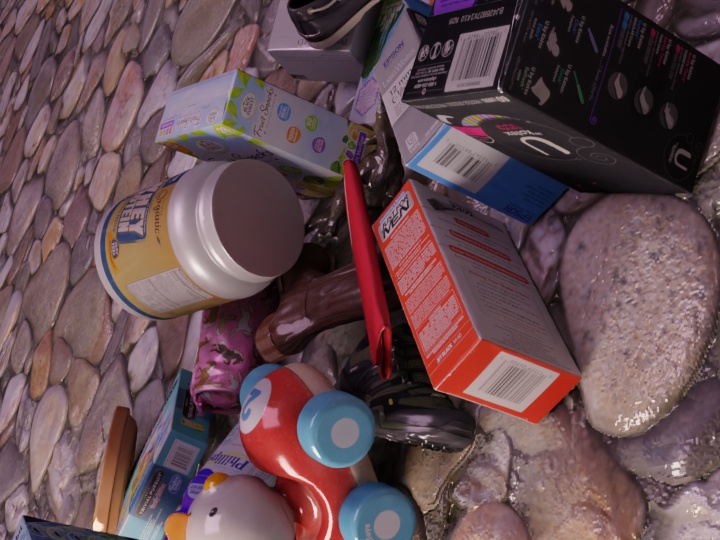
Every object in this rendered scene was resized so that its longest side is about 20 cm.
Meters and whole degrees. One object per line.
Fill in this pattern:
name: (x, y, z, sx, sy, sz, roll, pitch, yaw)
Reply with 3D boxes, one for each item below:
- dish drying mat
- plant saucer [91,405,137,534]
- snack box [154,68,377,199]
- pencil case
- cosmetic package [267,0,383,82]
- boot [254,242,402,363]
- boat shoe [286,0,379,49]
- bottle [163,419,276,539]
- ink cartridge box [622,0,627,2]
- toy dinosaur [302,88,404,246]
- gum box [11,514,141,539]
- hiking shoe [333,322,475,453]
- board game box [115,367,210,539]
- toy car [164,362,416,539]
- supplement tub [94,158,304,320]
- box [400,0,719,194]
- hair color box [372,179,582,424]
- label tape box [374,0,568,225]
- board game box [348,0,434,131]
dish drying mat: (0.005, -0.004, 0.988, 0.077, 0.018, 0.200, 89, 174, -49)
plant saucer: (-0.305, 0.270, 1.388, 0.200, 0.032, 0.200, -170, 90, -82)
snack box: (-0.096, -0.141, 1.210, 0.169, 0.200, 0.068, -2, 70, 57)
pencil case: (-0.143, 0.065, 1.270, 0.086, 0.083, 0.200, -21, 56, 38)
cosmetic package: (-0.023, -0.321, 1.282, 0.113, 0.081, 0.200, 4, 72, 25)
boot: (0.000, 0.000, 1.115, 0.200, 0.064, 0.186, -28, 28, 32)
boat shoe: (0.002, -0.326, 1.186, 0.200, 0.063, 0.073, -46, 46, 3)
bottle: (-0.130, 0.221, 1.098, 0.084, 0.065, 0.200, -2, 41, 47)
ink cartridge box: (0.196, -0.292, 0.902, 0.200, 0.147, 0.083, -19, 58, 53)
toy dinosaur: (0.006, -0.081, 1.128, 0.200, 0.077, 0.102, -57, 7, 43)
gum box: (-0.225, 0.309, 1.036, 0.200, 0.170, 0.045, 36, 103, 58)
hiking shoe: (0.038, 0.096, 0.983, 0.200, 0.076, 0.101, 16, 89, 59)
board game box: (-0.223, 0.216, 1.278, 0.151, 0.047, 0.200, -63, 12, 10)
toy car: (-0.090, 0.195, 0.961, 0.184, 0.200, 0.177, 9, 125, 65)
supplement tub: (-0.170, -0.032, 1.172, 0.200, 0.145, 0.145, -17, 58, 42)
box: (0.152, -0.137, 0.825, 0.122, 0.200, 0.106, 8, 79, 58)
hair color box: (0.090, 0.022, 0.913, 0.064, 0.111, 0.200, -50, 35, 27)
label tape box: (0.090, -0.147, 0.981, 0.066, 0.143, 0.200, -49, 37, 28)
board game box: (0.079, -0.242, 1.153, 0.200, 0.041, 0.200, 0, 73, 57)
